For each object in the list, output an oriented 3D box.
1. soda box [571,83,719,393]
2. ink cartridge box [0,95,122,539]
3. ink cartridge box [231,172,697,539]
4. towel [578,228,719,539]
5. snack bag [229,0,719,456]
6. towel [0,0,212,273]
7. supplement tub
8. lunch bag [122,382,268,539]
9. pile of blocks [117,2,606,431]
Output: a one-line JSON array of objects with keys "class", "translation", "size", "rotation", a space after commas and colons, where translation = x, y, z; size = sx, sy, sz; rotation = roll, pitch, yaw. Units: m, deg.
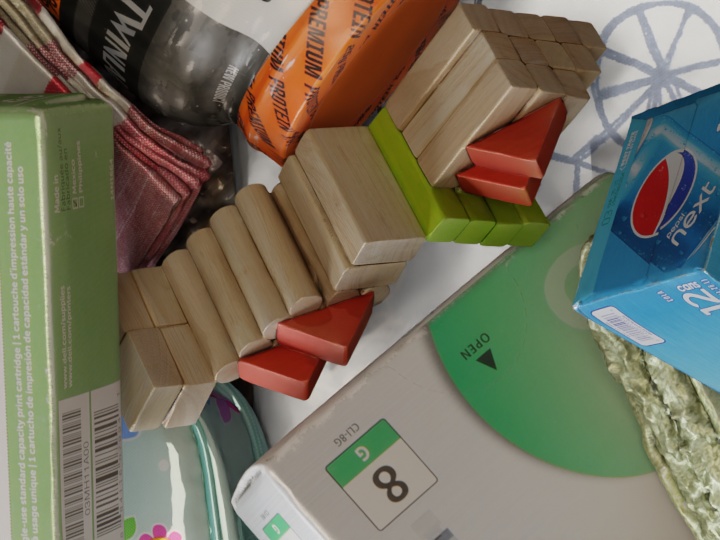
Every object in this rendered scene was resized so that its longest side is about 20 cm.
[{"class": "soda box", "translation": [0.165, 0.021, 0.824], "size": [0.200, 0.064, 0.068], "rotation": [29, 66, -25]}, {"class": "ink cartridge box", "translation": [-0.169, 0.018, 0.857], "size": [0.200, 0.048, 0.146], "rotation": [2, 99, 25]}, {"class": "ink cartridge box", "translation": [0.084, 0.092, 0.864], "size": [0.161, 0.050, 0.200], "rotation": [-39, 83, -26]}, {"class": "towel", "translation": [0.160, 0.050, 0.875], "size": [0.148, 0.036, 0.200], "rotation": [-31, 97, -32]}, {"class": "snack bag", "translation": [0.049, -0.025, 0.938], "size": [0.199, 0.021, 0.189], "rotation": [-6, 92, 10]}, {"class": "towel", "translation": [-0.139, -0.070, 0.908], "size": [0.200, 0.144, 0.023], "rotation": [45, 62, 2]}, {"class": "supplement tub", "translation": [-0.067, -0.131, 0.883], "size": [0.200, 0.123, 0.123], "rotation": [41, 97, 11]}, {"class": "lunch bag", "translation": [-0.098, 0.134, 0.934], "size": [0.160, 0.077, 0.201], "rotation": [-5, 93, 10]}, {"class": "pile of blocks", "translation": [0.000, 0.000, 0.857], "size": [0.200, 0.082, 0.062], "rotation": [-36, 59, 15]}]
